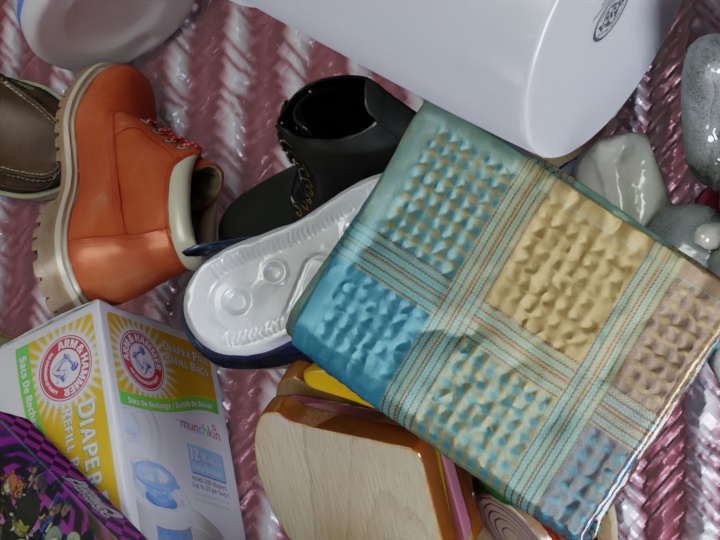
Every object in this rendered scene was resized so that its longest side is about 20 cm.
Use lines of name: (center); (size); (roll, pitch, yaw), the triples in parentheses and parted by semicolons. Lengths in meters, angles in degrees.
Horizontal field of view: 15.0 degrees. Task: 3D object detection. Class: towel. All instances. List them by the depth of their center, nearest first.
towel: (0.071, 0.022, 1.315); (0.200, 0.022, 0.147); (34, 92, 30)

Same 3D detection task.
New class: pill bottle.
pill bottle: (-0.185, -0.233, 1.698); (0.114, 0.114, 0.201); (-38, 58, 21)

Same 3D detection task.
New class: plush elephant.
plush elephant: (0.195, -0.028, 1.341); (0.155, 0.164, 0.200); (-63, 22, -14)

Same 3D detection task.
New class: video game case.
video game case: (-0.184, 0.198, 1.463); (0.200, 0.036, 0.182); (38, 102, 47)

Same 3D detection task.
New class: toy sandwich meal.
toy sandwich meal: (0.036, 0.107, 1.398); (0.204, 0.206, 0.070); (13, 48, 37)

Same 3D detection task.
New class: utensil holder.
utensil holder: (0.044, -0.168, 1.330); (0.199, 0.170, 0.171); (31, 95, 22)

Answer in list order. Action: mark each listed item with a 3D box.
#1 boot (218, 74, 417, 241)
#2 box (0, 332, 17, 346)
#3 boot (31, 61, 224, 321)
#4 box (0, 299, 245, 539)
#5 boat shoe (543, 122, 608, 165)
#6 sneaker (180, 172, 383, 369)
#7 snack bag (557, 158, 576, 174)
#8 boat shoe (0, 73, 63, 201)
boot: (-0.028, -0.058, 1.497); (0.199, 0.138, 0.078); (-17, 61, 33)
box: (-0.324, 0.117, 1.705); (0.175, 0.097, 0.201); (11, 82, 37)
boot: (-0.125, -0.058, 1.613); (0.107, 0.075, 0.201); (-18, 41, 17)
box: (-0.140, 0.134, 1.558); (0.101, 0.112, 0.201); (-25, 62, 28)
boat shoe: (0.063, -0.128, 1.496); (0.072, 0.065, 0.200); (-42, 40, 0)
sneaker: (0.000, 0.000, 1.473); (0.199, 0.146, 0.081); (-17, 86, 0)
snack bag: (0.061, -0.003, 1.510); (0.188, 0.021, 0.201); (-32, 55, 25)
boat shoe: (-0.254, -0.099, 1.732); (0.202, 0.075, 0.075); (22, 89, 38)
